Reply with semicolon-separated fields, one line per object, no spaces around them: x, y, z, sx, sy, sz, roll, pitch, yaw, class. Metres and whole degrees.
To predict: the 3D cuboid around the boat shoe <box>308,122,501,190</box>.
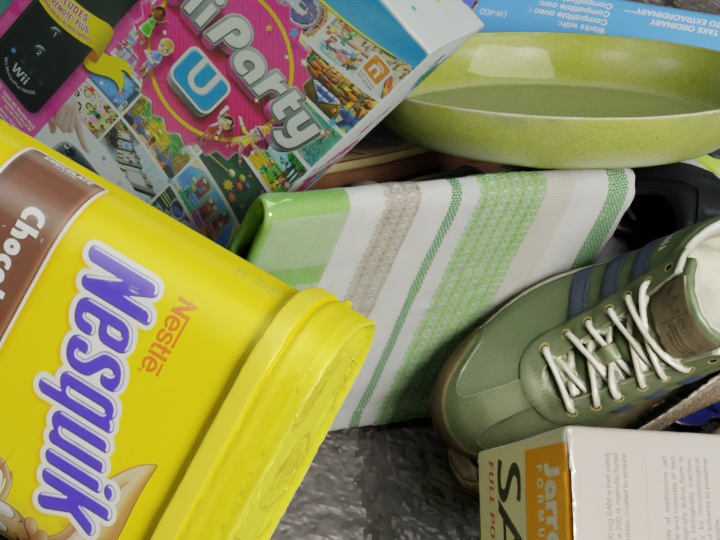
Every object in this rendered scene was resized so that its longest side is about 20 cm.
0.012;-0.048;1.040;0.072;0.068;0.200;18;21;33;boat shoe

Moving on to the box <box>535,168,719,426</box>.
0.150;0.001;1.099;0.119;0.041;0.200;21;33;-7;box

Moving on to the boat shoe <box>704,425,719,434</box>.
0.206;0.096;0.980;0.076;0.072;0.200;42;38;22;boat shoe

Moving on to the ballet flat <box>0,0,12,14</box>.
-0.184;-0.059;0.956;0.067;0.062;0.200;21;40;-27;ballet flat

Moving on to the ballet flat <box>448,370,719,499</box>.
0.133;0.050;0.949;0.200;0.046;0.067;-21;57;-8;ballet flat

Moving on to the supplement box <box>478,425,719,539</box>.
0.152;0.135;0.848;0.200;0.074;0.126;6;75;-26;supplement box

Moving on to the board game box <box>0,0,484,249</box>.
-0.069;-0.092;0.881;0.148;0.200;0.064;50;31;3;board game box

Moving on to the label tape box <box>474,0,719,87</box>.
0.136;-0.116;1.119;0.144;0.063;0.200;12;4;17;label tape box

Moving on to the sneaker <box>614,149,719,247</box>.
0.194;0.009;1.037;0.083;0.072;0.200;-23;47;-24;sneaker

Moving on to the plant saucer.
0.092;-0.079;0.949;0.200;0.031;0.200;1;18;0;plant saucer

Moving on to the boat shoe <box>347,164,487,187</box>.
0.000;0.000;0.962;0.200;0.075;0.068;-12;54;-34;boat shoe

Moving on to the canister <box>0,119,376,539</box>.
-0.116;0.035;0.800;0.200;0.149;0.087;30;8;10;canister

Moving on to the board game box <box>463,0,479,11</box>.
-0.034;-0.221;1.043;0.159;0.097;0.200;-6;56;-25;board game box

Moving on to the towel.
0.016;0.011;0.908;0.200;0.149;0.031;-5;45;-35;towel

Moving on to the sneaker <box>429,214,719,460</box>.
0.125;0.021;0.886;0.200;0.090;0.067;-26;90;-7;sneaker
